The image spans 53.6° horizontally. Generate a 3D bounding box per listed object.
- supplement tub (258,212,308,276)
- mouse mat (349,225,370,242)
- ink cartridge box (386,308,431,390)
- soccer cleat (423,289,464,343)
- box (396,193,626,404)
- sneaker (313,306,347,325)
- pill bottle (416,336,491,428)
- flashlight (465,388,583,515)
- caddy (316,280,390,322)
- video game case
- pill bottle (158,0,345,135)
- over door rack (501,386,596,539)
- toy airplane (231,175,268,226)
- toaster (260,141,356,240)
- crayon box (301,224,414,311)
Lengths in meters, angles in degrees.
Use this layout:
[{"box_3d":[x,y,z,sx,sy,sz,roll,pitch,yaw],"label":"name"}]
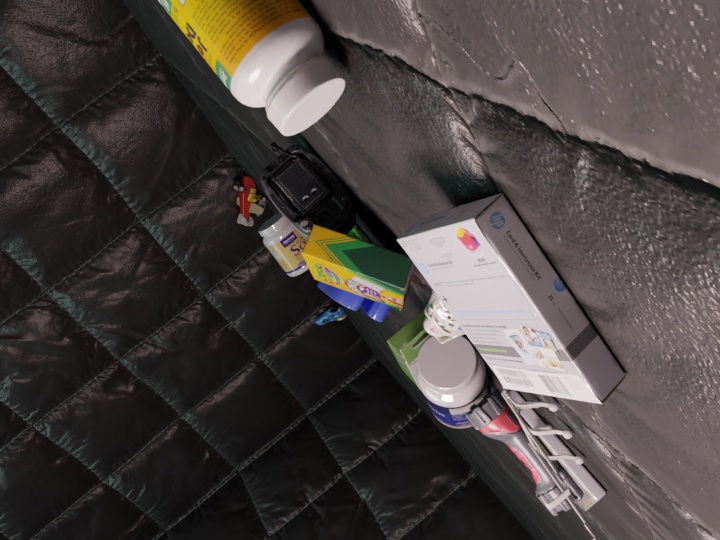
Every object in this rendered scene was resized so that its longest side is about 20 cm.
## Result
[{"box_3d":[-0.250,-0.095,2.495,0.200,0.145,0.145,54,174,-20],"label":"supplement tub"},{"box_3d":[-0.013,-0.075,1.487,0.161,0.008,0.200,50,173,23],"label":"mouse mat"},{"box_3d":[0.111,0.130,1.272,0.059,0.104,0.200,47,172,31],"label":"ink cartridge box"},{"box_3d":[0.111,0.039,0.824,0.070,0.086,0.200,49,173,21],"label":"soccer cleat"},{"box_3d":[0.134,0.031,0.671,0.200,0.041,0.156,52,161,-10],"label":"box"},{"box_3d":[-0.166,0.225,3.673,0.079,0.199,0.066,57,-146,-26],"label":"sneaker"},{"box_3d":[0.157,0.184,1.194,0.116,0.116,0.200,48,172,30],"label":"pill bottle"},{"box_3d":[0.247,0.280,1.094,0.200,0.068,0.068,53,173,6],"label":"flashlight"},{"box_3d":[-0.001,0.021,1.460,0.141,0.105,0.200,26,-177,-29],"label":"caddy"},{"box_3d":[0.305,0.292,1.145,0.200,0.023,0.182,49,174,25],"label":"video game case"},{"box_3d":[-0.108,-0.240,0.724,0.200,0.113,0.113,51,174,5],"label":"pill bottle"},{"box_3d":[0.259,0.248,0.945,0.148,0.066,0.201,56,-167,-37],"label":"over door rack"},{"box_3d":[-0.481,-0.291,3.133,0.201,0.140,0.199,64,146,21],"label":"toy airplane"},{"box_3d":[-0.093,-0.128,1.270,0.200,0.114,0.129,47,175,20],"label":"toaster"},{"box_3d":[0.000,0.000,1.198,0.171,0.059,0.200,18,168,7],"label":"crayon box"}]
